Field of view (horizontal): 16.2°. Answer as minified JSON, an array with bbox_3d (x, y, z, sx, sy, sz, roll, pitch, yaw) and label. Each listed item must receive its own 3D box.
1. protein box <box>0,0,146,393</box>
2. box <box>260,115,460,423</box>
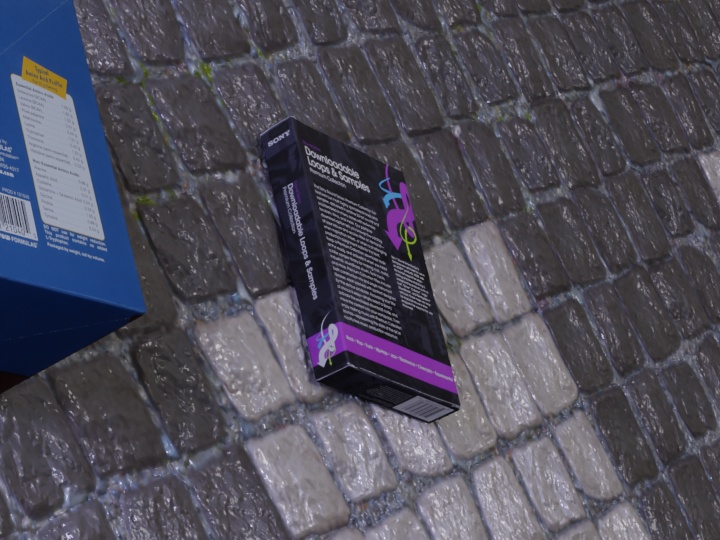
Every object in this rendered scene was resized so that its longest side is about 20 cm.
[{"bbox_3d":[-0.242,-0.056,1.334,0.198,0.135,0.200,17,51,-53],"label":"protein box"},{"bbox_3d":[0.000,0.000,1.806,0.143,0.036,0.200,24,47,-51],"label":"box"}]
